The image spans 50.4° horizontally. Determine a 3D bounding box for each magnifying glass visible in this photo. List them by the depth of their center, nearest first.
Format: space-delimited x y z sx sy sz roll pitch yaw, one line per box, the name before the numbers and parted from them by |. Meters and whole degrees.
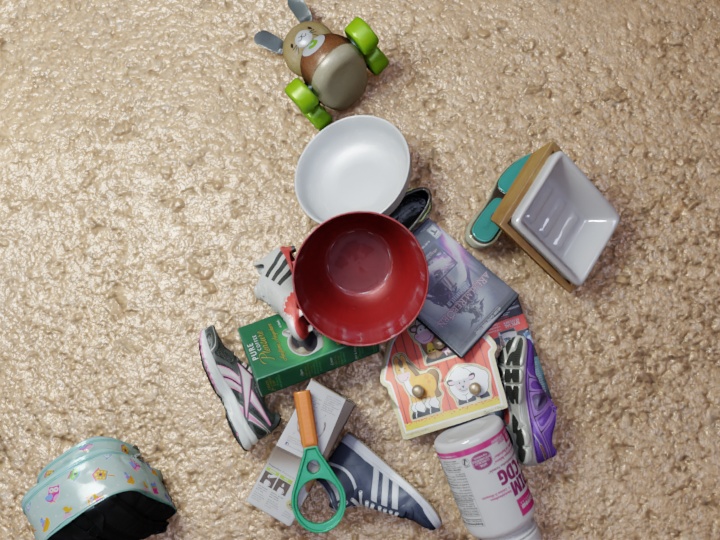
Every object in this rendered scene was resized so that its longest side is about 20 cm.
magnifying glass | -0.070 0.276 1.108 0.079 0.022 0.203 -9 86 -6

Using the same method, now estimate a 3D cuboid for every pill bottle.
pill bottle | 0.198 0.335 1.168 0.112 0.113 0.202 -22 92 -5

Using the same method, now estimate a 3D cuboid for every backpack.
backpack | -0.385 0.335 1.112 0.175 0.200 0.154 -32 67 -4

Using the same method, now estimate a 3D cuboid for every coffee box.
coffee box | -0.088 0.273 1.173 0.079 0.114 0.201 28 82 2
coffee box | -0.082 0.108 1.192 0.198 0.044 0.123 -20 44 -13

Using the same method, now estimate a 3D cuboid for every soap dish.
soap dish | 0.309 -0.083 1.219 0.200 0.081 0.158 38 81 -30

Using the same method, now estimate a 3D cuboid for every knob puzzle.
knob puzzle | 0.121 0.146 1.216 0.217 0.030 0.223 -3 77 15

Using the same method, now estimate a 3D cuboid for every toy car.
toy car | -0.083 -0.366 1.261 0.164 0.158 0.200 -44 74 3

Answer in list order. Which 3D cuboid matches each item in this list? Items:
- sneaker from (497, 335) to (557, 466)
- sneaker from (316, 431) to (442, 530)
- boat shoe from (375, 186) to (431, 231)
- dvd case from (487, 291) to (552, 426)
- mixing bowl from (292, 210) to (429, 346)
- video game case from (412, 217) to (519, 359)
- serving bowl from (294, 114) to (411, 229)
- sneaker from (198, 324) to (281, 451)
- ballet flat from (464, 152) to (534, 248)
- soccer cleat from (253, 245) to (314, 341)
sneaker | 0.267 0.202 1.206 0.082 0.081 0.203 -6 90 -19
sneaker | 0.023 0.356 1.180 0.200 0.070 0.109 40 71 11
boat shoe | 0.037 -0.066 1.254 0.201 0.061 0.072 -42 83 -7
dvd case | 0.219 0.151 1.248 0.144 0.022 0.202 -18 82 -4
mixing bowl | 0.000 0.000 1.148 0.197 0.108 0.203 0 105 -1
video game case | 0.135 0.025 1.235 0.200 0.019 0.143 41 74 18
serving bowl | -0.006 -0.149 1.247 0.198 0.066 0.202 -8 66 18
sneaker | -0.191 0.176 1.214 0.086 0.080 0.202 -24 90 -18
ballet flat | 0.240 -0.112 1.267 0.069 0.070 0.200 42 77 4
soccer cleat | -0.123 0.041 1.195 0.084 0.069 0.201 -22 44 5
